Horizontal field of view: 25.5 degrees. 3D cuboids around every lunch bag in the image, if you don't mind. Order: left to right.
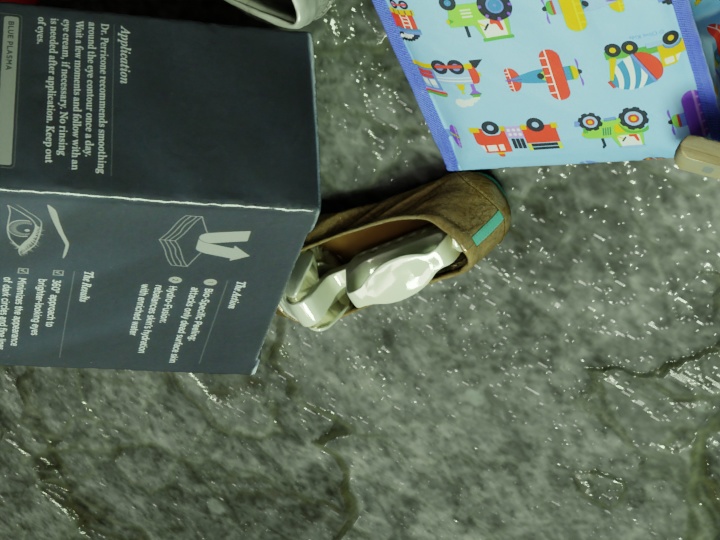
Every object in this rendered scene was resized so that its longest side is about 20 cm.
[{"bbox_3d":[0.082,-0.140,0.738,0.149,0.095,0.200,-2,149,26],"label":"lunch bag"}]

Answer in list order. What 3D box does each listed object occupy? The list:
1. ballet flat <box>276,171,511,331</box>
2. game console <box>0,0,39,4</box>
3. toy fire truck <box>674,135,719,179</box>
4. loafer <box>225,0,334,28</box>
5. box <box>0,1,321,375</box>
[{"bbox_3d":[0.000,0.000,0.945,0.199,0.073,0.068,-17,117,34],"label":"ballet flat"},{"bbox_3d":[-0.295,-0.164,0.911,0.199,0.119,0.172,27,143,-18],"label":"game console"},{"bbox_3d":[0.247,-0.071,0.676,0.199,0.129,0.176,-32,154,3],"label":"toy fire truck"},{"bbox_3d":[-0.098,-0.197,0.836,0.199,0.070,0.070,31,132,-1],"label":"loafer"},{"bbox_3d":[-0.138,-0.037,0.871,0.198,0.118,0.197,4,151,-14],"label":"box"}]
